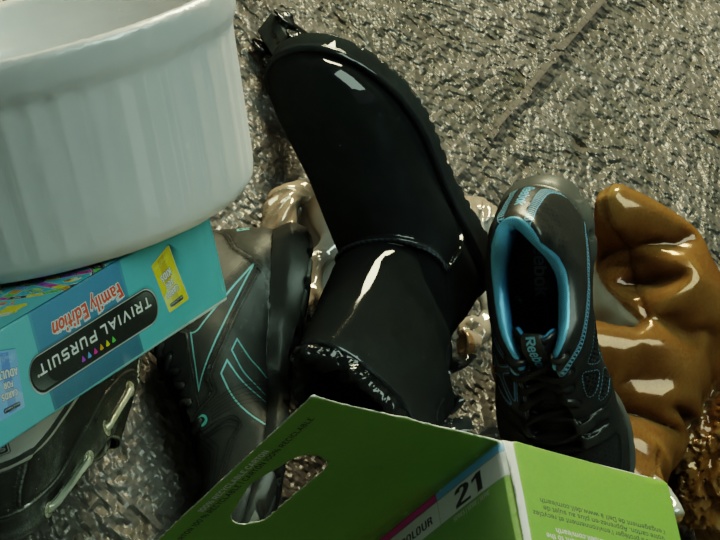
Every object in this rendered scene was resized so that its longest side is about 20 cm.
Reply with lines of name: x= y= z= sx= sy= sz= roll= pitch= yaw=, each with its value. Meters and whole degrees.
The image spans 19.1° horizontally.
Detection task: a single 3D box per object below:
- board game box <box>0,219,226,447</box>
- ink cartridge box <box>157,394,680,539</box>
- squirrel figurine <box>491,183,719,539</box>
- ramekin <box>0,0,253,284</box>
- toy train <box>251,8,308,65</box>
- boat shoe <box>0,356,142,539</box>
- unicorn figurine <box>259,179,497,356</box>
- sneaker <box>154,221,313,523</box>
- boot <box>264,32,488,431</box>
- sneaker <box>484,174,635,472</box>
board game box: x=-0.177 y=0.030 z=0.947 sx=0.200 sy=0.150 sz=0.047 roll=-35 pitch=117 yaw=-52
ink cartridge box: x=0.025 y=0.140 z=0.950 sx=0.199 sy=0.148 sz=0.076 roll=16 pitch=48 yaw=-33
squirrel figurine: x=0.174 y=0.088 z=1.252 sx=0.199 sy=0.141 sz=0.188 roll=26 pitch=48 yaw=-22
ramekin: x=-0.144 y=-0.066 z=0.982 sx=0.200 sy=0.199 sz=0.099 roll=-34 pitch=116 yaw=-52
toy train: x=-0.018 y=-0.094 z=1.260 sx=0.046 sy=0.034 sz=0.200 roll=30 pitch=18 yaw=-34
boat shoe: x=-0.144 y=0.060 z=1.028 sx=0.200 sy=0.070 sz=0.064 roll=-57 pitch=134 yaw=-60
unicorn figurine: x=0.030 y=-0.002 z=1.237 sx=0.199 sy=0.074 sz=0.138 roll=28 pitch=45 yaw=-28
sneaker: x=-0.071 y=0.062 z=1.103 sx=0.078 sy=0.076 sz=0.201 roll=8 pitch=52 yaw=-3
boot: x=-0.001 y=0.000 z=1.091 sx=0.199 sy=0.073 sz=0.163 roll=55 pitch=38 yaw=-31
sneaker: x=0.096 y=0.055 z=1.133 sx=0.082 sy=0.073 sz=0.202 roll=-35 pitch=114 yaw=-69
